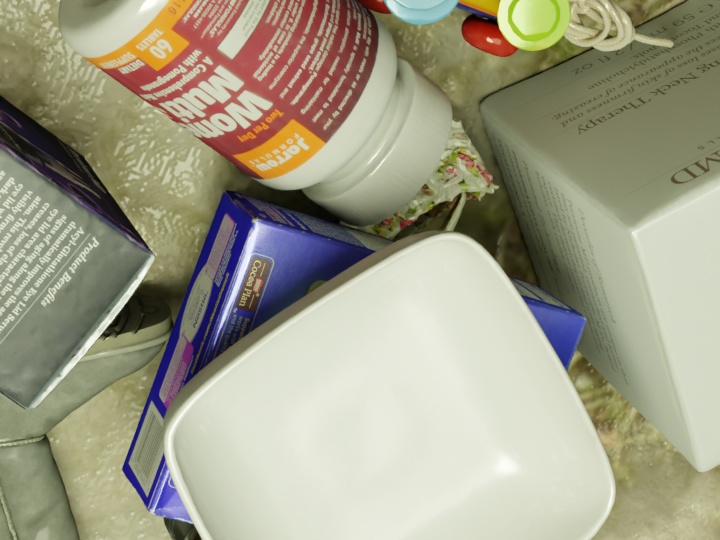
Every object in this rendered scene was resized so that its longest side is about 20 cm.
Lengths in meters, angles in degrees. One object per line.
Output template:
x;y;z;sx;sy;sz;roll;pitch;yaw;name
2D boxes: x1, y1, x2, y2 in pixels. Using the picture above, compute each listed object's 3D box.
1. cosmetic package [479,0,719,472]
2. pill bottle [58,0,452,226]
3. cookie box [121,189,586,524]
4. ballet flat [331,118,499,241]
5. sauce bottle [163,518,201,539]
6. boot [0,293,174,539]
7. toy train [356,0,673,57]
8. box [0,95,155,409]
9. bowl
0.196;-0.028;1.339;0.167;0.200;0.167;-26;120;-10;cosmetic package
-0.051;-0.111;1.253;0.200;0.110;0.110;35;97;-31;pill bottle
-0.004;0.068;1.293;0.199;0.075;0.172;17;101;-21;cookie box
0.000;0.000;1.341;0.064;0.076;0.200;41;95;7;ballet flat
-0.063;0.184;1.329;0.064;0.200;0.065;-9;120;-16;sauce bottle
-0.173;0.122;1.333;0.181;0.073;0.201;-14;112;-1;boot
0.091;-0.145;1.270;0.199;0.116;0.085;19;106;-12;toy train
-0.221;-0.045;1.193;0.200;0.148;0.104;37;96;-32;box
0.008;0.093;1.219;0.200;0.075;0.200;-34;111;-9;bowl
